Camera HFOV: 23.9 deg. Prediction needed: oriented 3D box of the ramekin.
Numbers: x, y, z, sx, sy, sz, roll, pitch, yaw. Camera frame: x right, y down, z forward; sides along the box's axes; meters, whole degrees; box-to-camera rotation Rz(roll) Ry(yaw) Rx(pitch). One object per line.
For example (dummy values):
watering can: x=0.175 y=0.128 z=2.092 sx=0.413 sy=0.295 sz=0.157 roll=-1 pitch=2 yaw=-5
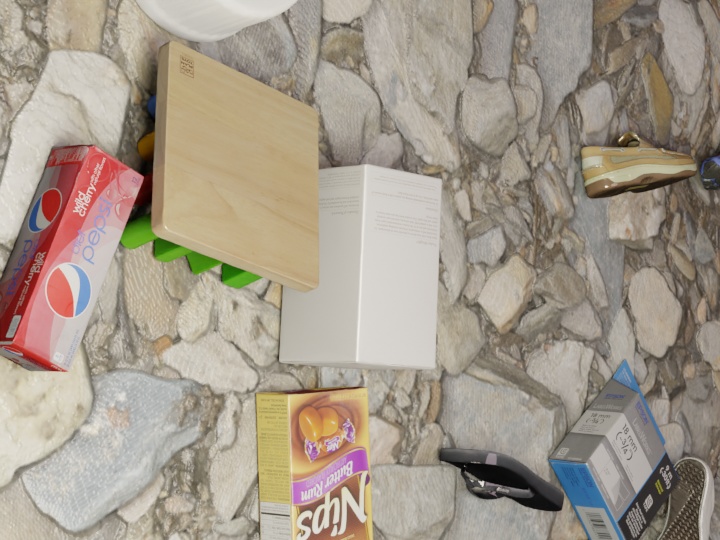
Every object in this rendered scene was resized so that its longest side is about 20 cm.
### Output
ramekin: x=-0.135 y=-0.329 z=1.663 sx=0.200 sy=0.097 sz=0.201 roll=3 pitch=86 yaw=-44

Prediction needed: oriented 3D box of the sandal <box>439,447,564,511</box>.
sandal: x=0.166 y=0.246 z=1.941 sx=0.200 sy=0.076 sz=0.043 roll=31 pitch=65 yaw=-39

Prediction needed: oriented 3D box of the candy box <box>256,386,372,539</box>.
candy box: x=-0.046 y=0.222 z=1.750 sx=0.116 sy=0.056 sz=0.201 roll=-2 pitch=90 yaw=-45

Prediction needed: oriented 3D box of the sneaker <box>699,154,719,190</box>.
sneaker: x=0.517 y=-0.157 z=2.321 sx=0.200 sy=0.075 sz=0.079 roll=-15 pitch=89 yaw=-52

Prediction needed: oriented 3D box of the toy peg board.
toy peg board: x=-0.144 y=-0.087 z=1.661 sx=0.200 sy=0.098 sz=0.200 roll=22 pitch=57 yaw=-42

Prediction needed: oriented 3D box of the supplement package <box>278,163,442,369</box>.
supplement package: x=0.000 y=0.000 z=1.761 sx=0.121 sy=0.119 sz=0.201 roll=9 pitch=82 yaw=-45

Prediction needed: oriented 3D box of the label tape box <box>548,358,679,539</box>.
label tape box: x=0.332 y=0.226 z=2.114 sx=0.200 sy=0.063 sz=0.145 roll=-47 pitch=119 yaw=-35

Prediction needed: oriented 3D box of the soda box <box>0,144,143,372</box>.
soda box: x=-0.269 y=-0.011 z=1.537 sx=0.070 sy=0.063 sz=0.201 roll=34 pitch=66 yaw=-38

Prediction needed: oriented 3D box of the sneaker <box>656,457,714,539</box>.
sneaker: x=0.421 y=0.342 z=2.191 sx=0.085 sy=0.073 sz=0.201 roll=20 pitch=84 yaw=-66

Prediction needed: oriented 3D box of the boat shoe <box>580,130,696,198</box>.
boat shoe: x=0.353 y=-0.141 z=2.157 sx=0.200 sy=0.072 sz=0.076 roll=-8 pitch=78 yaw=-46
